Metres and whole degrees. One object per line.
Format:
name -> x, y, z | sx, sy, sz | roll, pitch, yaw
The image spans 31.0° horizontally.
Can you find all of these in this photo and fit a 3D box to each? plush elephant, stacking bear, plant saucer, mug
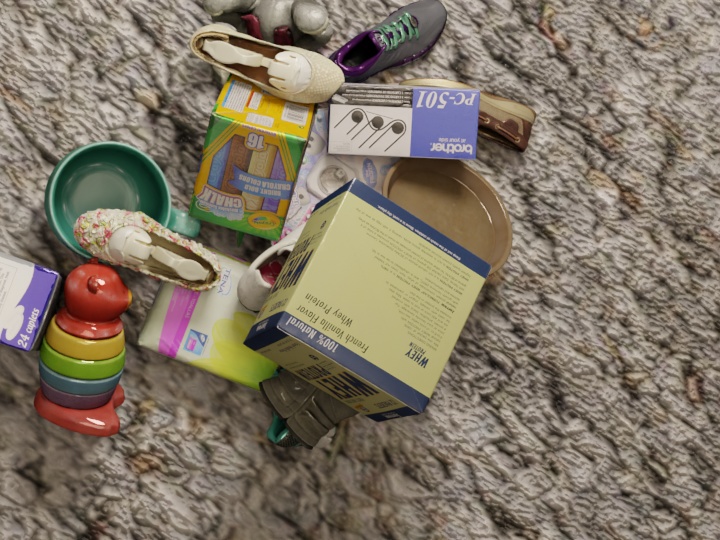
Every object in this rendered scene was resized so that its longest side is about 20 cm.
plush elephant -> -0.119, -0.288, 1.712 | 0.164, 0.200, 0.155 | 11, 105, 4
stacking bear -> -0.336, 0.085, 1.608 | 0.113, 0.122, 0.201 | 10, 112, -10
plant saucer -> 0.114, -0.070, 1.753 | 0.199, 0.029, 0.201 | 14, 55, -21
mug -> -0.317, -0.076, 1.666 | 0.152, 0.114, 0.185 | -43, 106, -12

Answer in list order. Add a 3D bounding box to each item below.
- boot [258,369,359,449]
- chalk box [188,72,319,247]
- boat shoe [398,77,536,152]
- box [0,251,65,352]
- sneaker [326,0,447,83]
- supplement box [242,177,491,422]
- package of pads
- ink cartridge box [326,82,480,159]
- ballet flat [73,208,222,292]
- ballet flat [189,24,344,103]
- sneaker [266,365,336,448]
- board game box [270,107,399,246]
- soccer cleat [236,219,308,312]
boot -> -0.075, 0.113, 1.601 | 0.130, 0.068, 0.200 | -32, 88, 8
chalk box -> -0.141, -0.127, 1.659 | 0.123, 0.125, 0.200 | 17, 123, -5
boat shoe -> 0.144, -0.211, 1.792 | 0.199, 0.072, 0.072 | 15, 81, -15
box -> -0.476, 0.021, 1.596 | 0.199, 0.184, 0.105 | 20, 83, -9
sneaker -> 0.042, -0.311, 1.769 | 0.200, 0.088, 0.075 | -35, 92, -11
supplement box -> 0.007, 0.040, 1.508 | 0.200, 0.134, 0.200 | 31, 70, -13
package of pads -> -0.174, 0.061, 1.708 | 0.199, 0.068, 0.155 | 23, 82, -11
ink cartridge box -> 0.056, -0.200, 1.736 | 0.199, 0.044, 0.094 | 3, 100, -3
ballet flat -> -0.253, -0.024, 1.596 | 0.200, 0.064, 0.076 | 19, 98, -31
ballet flat -> -0.120, -0.251, 1.602 | 0.199, 0.062, 0.068 | 17, 103, 9
sneaker -> -0.080, 0.139, 1.658 | 0.091, 0.077, 0.201 | -9, 105, -35
board game box -> -0.037, -0.123, 1.771 | 0.199, 0.026, 0.201 | -11, 88, -12
soccer cleat -> -0.076, -0.018, 1.671 | 0.070, 0.086, 0.200 | 45, 55, 3
